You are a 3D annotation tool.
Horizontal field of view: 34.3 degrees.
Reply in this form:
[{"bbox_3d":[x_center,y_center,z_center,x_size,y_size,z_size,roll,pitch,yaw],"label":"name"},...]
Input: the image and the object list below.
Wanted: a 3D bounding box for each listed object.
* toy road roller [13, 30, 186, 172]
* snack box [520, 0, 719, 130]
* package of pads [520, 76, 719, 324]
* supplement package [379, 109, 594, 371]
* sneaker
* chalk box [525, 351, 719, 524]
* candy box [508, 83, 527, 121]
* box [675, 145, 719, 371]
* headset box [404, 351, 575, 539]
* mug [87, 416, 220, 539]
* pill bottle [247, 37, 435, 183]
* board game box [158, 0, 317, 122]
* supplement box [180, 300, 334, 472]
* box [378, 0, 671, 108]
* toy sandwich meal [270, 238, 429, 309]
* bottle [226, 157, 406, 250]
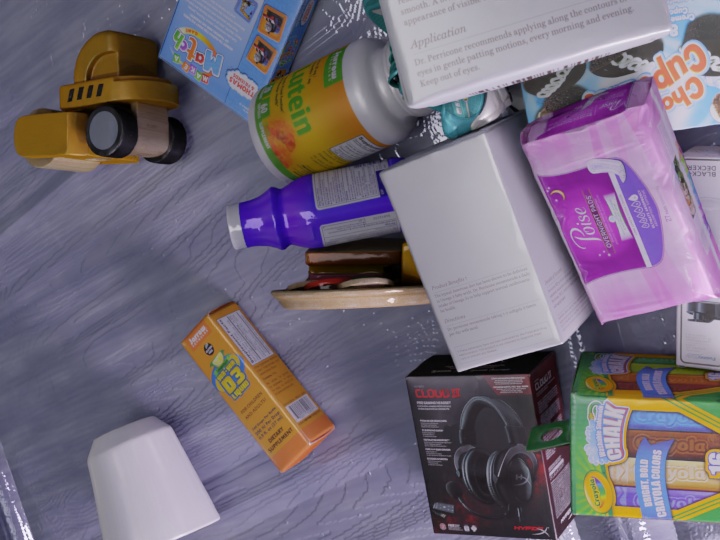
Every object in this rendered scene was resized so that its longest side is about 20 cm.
[{"bbox_3d":[-0.303,-0.197,1.373,0.198,0.122,0.148,-3,88,30],"label":"toy road roller"},{"bbox_3d":[0.238,-0.178,1.018,0.197,0.037,0.118,-6,112,22],"label":"snack box"},{"bbox_3d":[0.231,-0.056,1.021,0.119,0.076,0.202,-16,114,29],"label":"package of pads"},{"bbox_3d":[0.122,-0.029,1.087,0.116,0.117,0.202,-17,98,33],"label":"supplement package"},{"bbox_3d":[0.055,-0.198,1.069,0.079,0.078,0.200,-37,56,-3],"label":"sneaker"},{"bbox_3d":[0.258,0.153,1.110,0.197,0.125,0.126,2,105,14],"label":"chalk box"},{"bbox_3d":[0.177,-0.243,1.099,0.200,0.071,0.168,46,121,12],"label":"candy box"},{"bbox_3d":[0.352,-0.009,1.070,0.115,0.060,0.203,4,105,30],"label":"box"},{"bbox_3d":[0.139,0.175,1.240,0.147,0.077,0.203,-4,104,31],"label":"headset box"},{"bbox_3d":[-0.288,0.279,1.488,0.185,0.149,0.155,-26,83,27],"label":"mug"},{"bbox_3d":[-0.010,-0.172,1.206,0.198,0.111,0.112,-20,94,33],"label":"pill bottle"},{"bbox_3d":[-0.130,-0.287,1.288,0.151,0.036,0.201,36,119,17],"label":"board game box"},{"bbox_3d":[-0.123,0.137,1.390,0.201,0.069,0.067,51,120,11],"label":"supplement box"},{"bbox_3d":[0.117,-0.234,0.898,0.196,0.200,0.174,-15,97,11],"label":"box"},{"bbox_3d":[0.000,0.000,1.204,0.203,0.204,0.071,-2,90,31],"label":"toy sandwich meal"},{"bbox_3d":[-0.038,-0.063,1.207,0.197,0.084,0.066,-12,125,2],"label":"bottle"}]
